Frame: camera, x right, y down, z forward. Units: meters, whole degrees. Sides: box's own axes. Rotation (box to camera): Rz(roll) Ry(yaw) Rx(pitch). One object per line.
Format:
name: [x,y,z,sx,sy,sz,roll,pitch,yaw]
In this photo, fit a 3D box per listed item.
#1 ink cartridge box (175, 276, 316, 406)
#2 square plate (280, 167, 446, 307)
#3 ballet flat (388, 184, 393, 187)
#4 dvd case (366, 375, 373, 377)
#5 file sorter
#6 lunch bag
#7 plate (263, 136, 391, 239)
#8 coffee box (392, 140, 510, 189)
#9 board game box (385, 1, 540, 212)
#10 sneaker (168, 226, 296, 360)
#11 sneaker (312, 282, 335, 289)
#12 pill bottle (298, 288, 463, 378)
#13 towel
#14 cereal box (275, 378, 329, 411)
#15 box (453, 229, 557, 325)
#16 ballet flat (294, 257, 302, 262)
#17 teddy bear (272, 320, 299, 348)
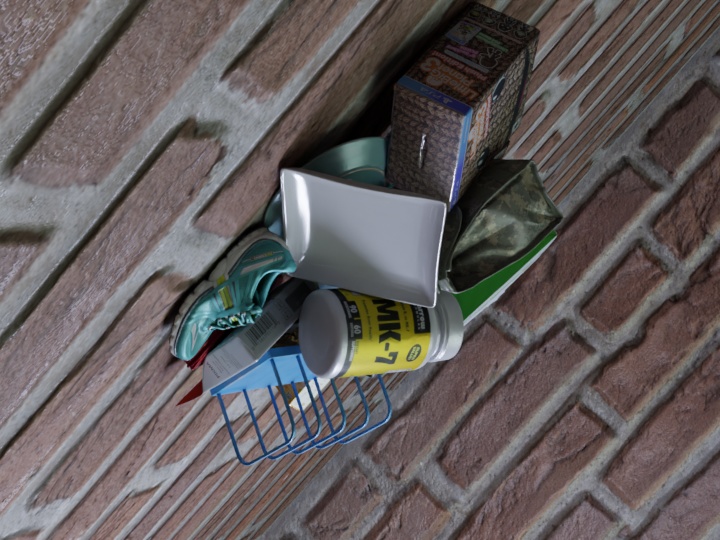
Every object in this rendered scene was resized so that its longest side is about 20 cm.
ink cartridge box: [-0.164,0.093,1.561,0.199,0.047,0.160,-30,-168,43]
square plate: [0.003,-0.043,1.401,0.199,0.198,0.029,92,13,-51]
ballet flat: [0.053,-0.154,1.557,0.198,0.066,0.071,-21,155,-18]
dvd case: [0.049,0.041,1.743,0.151,0.025,0.201,89,25,-55]
file sorter: [-0.075,0.179,1.585,0.199,0.124,0.138,-5,159,-46]
lunch bag: [0.132,-0.053,1.519,0.200,0.118,0.164,-41,-157,-19]
plate: [-0.030,-0.092,1.464,0.199,0.026,0.201,-27,158,-12]
coffee box: [0.106,-0.149,1.674,0.200,0.113,0.080,-41,168,-27]
board game box: [0.126,-0.205,1.446,0.200,0.096,0.160,-50,157,-35]
sneaker: [-0.161,0.039,1.430,0.200,0.080,0.077,-48,168,9]
sneaker: [-0.048,-0.003,1.715,0.080,0.129,0.202,-46,137,-54]
pill bottle: [0.029,0.077,1.521,0.198,0.115,0.115,-3,144,-31]
towel: [-0.168,0.064,1.569,0.145,0.022,0.200,-49,177,6]
cereal box: [-0.068,0.105,1.840,0.200,0.144,0.039,-49,132,4]
box: [0.178,-0.003,1.712,0.200,0.097,0.177,-42,174,-5]
ballet flat: [-0.062,-0.010,1.520,0.198,0.057,0.066,-9,176,-22]
teddy bear: [-0.121,0.119,1.747,0.200,0.144,0.067,-38,130,-54]
